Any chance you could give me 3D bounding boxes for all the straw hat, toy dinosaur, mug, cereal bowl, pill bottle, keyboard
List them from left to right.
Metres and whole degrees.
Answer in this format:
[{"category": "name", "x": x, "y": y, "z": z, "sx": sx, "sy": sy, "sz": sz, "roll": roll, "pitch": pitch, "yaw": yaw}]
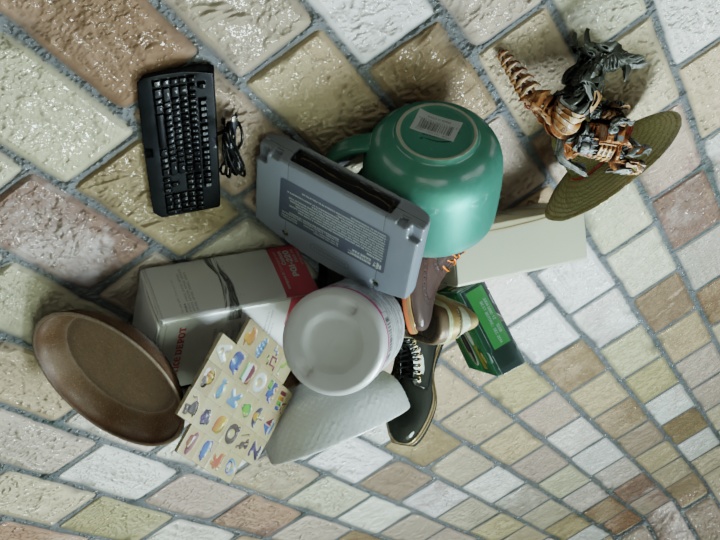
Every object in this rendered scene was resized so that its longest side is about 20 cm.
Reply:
[{"category": "keyboard", "x": -0.160, "y": -0.119, "z": 1.045, "sx": 0.103, "sy": 0.040, "sz": 0.201, "roll": -17, "pitch": 148, "yaw": -16}, {"category": "cereal bowl", "x": -0.040, "y": 0.176, "z": 1.368, "sx": 0.198, "sy": 0.084, "sz": 0.200, "roll": -23, "pitch": 178, "yaw": -1}, {"category": "pill bottle", "x": -0.011, "y": 0.068, "z": 1.183, "sx": 0.113, "sy": 0.114, "sz": 0.200, "roll": -33, "pitch": 177, "yaw": 10}, {"category": "mug", "x": 0.063, "y": -0.103, "z": 1.128, "sx": 0.183, "sy": 0.153, "sz": 0.115, "roll": -18, "pitch": 144, "yaw": -17}, {"category": "toy dinosaur", "x": 0.242, "y": -0.184, "z": 1.155, "sx": 0.199, "sy": 0.102, "sz": 0.137, "roll": 29, "pitch": 94, "yaw": -33}, {"category": "straw hat", "x": 0.279, "y": -0.158, "z": 1.272, "sx": 0.200, "sy": 0.201, "sz": 0.085, "roll": -38, "pitch": 104, "yaw": 16}]

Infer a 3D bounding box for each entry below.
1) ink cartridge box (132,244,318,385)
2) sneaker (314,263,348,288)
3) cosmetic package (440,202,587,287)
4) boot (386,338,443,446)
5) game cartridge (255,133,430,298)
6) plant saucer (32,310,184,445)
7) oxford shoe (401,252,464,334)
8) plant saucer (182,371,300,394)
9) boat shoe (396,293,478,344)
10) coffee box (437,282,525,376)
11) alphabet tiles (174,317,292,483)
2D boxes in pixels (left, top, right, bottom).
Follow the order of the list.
[{"category": "ink cartridge box", "x": -0.165, "y": 0.057, "z": 1.253, "sx": 0.198, "sy": 0.085, "sz": 0.146, "roll": -12, "pitch": 145, "yaw": -27}, {"category": "sneaker", "x": -0.001, "y": -0.002, "z": 1.314, "sx": 0.103, "sy": 0.060, "sz": 0.201, "roll": -11, "pitch": 142, "yaw": -17}, {"category": "cosmetic package", "x": 0.179, "y": -0.035, "z": 1.348, "sx": 0.198, "sy": 0.074, "sz": 0.103, "roll": -12, "pitch": -169, "yaw": -26}, {"category": "boot", "x": 0.061, "y": 0.127, "z": 1.439, "sx": 0.077, "sy": 0.202, "sz": 0.138, "roll": 3, "pitch": 159, "yaw": 16}, {"category": "game cartridge", "x": -0.023, "y": -0.053, "z": 1.121, "sx": 0.042, "sy": 0.199, "sz": 0.134, "roll": -53, "pitch": 164, "yaw": -30}, {"category": "plant saucer", "x": -0.276, "y": 0.114, "z": 1.187, "sx": 0.037, "sy": 0.199, "sz": 0.201, "roll": -56, "pitch": 172, "yaw": -43}, {"category": "oxford shoe", "x": 0.091, "y": -0.023, "z": 1.228, "sx": 0.072, "sy": 0.202, "sz": 0.071, "roll": 8, "pitch": 179, "yaw": 14}, {"category": "plant saucer", "x": -0.176, "y": 0.151, "z": 1.357, "sx": 0.198, "sy": 0.037, "sz": 0.200, "roll": -15, "pitch": -179, "yaw": 0}, {"category": "boat shoe", "x": 0.077, "y": 0.052, "z": 1.342, "sx": 0.075, "sy": 0.200, "sz": 0.072, "roll": -6, "pitch": 107, "yaw": -28}, {"category": "coffee box", "x": 0.154, "y": 0.074, "z": 1.406, "sx": 0.044, "sy": 0.124, "sz": 0.200, "roll": -27, "pitch": 179, "yaw": -5}, {"category": "alphabet tiles", "x": -0.141, "y": 0.152, "z": 1.213, "sx": 0.167, "sy": 0.006, "sz": 0.200, "roll": -62, "pitch": 151, "yaw": -15}]
